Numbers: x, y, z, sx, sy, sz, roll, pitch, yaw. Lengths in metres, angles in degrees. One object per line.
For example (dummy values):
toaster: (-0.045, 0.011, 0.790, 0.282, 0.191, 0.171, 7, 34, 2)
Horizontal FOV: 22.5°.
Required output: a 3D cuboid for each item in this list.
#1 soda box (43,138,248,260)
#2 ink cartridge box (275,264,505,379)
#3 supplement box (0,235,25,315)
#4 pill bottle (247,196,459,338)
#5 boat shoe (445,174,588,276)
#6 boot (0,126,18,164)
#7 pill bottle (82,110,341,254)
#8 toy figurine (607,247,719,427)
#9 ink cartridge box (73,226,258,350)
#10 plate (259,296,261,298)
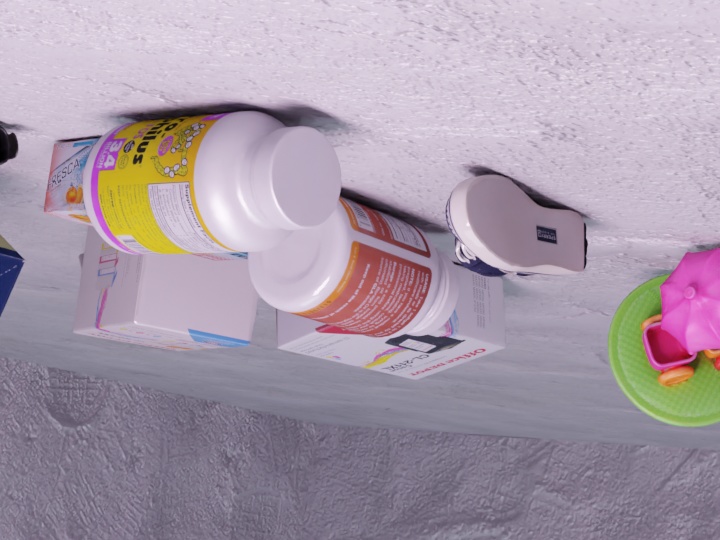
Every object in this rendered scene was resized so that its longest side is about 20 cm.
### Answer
soda box: (-0.174, -0.059, 1.573, 0.068, 0.064, 0.200, -1, 168, 45)
ink cartridge box: (0.033, 0.043, 1.875, 0.199, 0.083, 0.145, 15, 153, -38)
supplement box: (-0.450, -0.014, 1.641, 0.199, 0.135, 0.200, 17, -165, -42)
pill bottle: (0.000, 0.000, 1.631, 0.112, 0.113, 0.200, 1, 168, 38)
boat shoe: (0.103, -0.027, 1.483, 0.092, 0.075, 0.200, -7, 164, 34)
boot: (-0.394, -0.108, 1.482, 0.199, 0.078, 0.138, 0, 172, -38)
pill bottle: (-0.110, -0.065, 1.353, 0.199, 0.105, 0.104, -1, 167, 43)
toy figurine: (0.332, 0.040, 1.621, 0.199, 0.151, 0.184, -13, 162, -5)
ink cartridge box: (-0.198, 0.009, 1.822, 0.128, 0.126, 0.200, 12, 169, -27)
plate: (-0.063, 0.011, 2.012, 0.199, 0.032, 0.199, 15, 168, -41)
